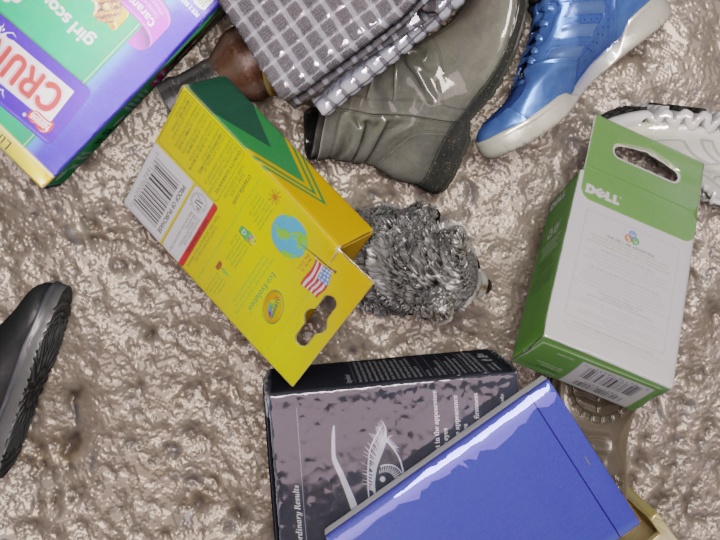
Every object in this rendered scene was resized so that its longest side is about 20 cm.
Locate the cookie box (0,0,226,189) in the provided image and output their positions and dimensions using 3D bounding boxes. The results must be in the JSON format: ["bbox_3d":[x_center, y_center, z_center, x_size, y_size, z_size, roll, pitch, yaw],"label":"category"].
[{"bbox_3d":[-0.229,-0.192,0.733,0.171,0.075,0.200,44,91,-8],"label":"cookie box"}]

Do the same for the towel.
[{"bbox_3d":[-0.031,-0.232,0.665,0.165,0.085,0.201,-35,82,14],"label":"towel"}]

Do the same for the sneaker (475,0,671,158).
[{"bbox_3d":[0.145,-0.188,0.762,0.200,0.077,0.112,-41,103,-4],"label":"sneaker"}]

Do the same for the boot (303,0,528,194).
[{"bbox_3d":[0.039,-0.160,0.732,0.129,0.068,0.202,16,109,-21],"label":"boot"}]

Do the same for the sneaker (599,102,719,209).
[{"bbox_3d":[0.290,-0.092,0.790,0.197,0.075,0.082,9,103,-5],"label":"sneaker"}]

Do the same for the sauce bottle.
[{"bbox_3d":[-0.065,-0.175,0.755,0.198,0.065,0.065,-30,97,0],"label":"sauce bottle"}]

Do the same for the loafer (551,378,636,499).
[{"bbox_3d":[0.188,0.124,0.802,0.075,0.068,0.203,13,78,-7],"label":"loafer"}]

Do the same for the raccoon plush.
[{"bbox_3d":[0.000,0.000,0.738,0.197,0.134,0.098,-5,97,-4],"label":"raccoon plush"}]

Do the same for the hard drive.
[{"bbox_3d":[0.091,0.190,0.713,0.199,0.025,0.133,-35,97,-1],"label":"hard drive"}]

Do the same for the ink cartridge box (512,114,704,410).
[{"bbox_3d":[0.193,-0.008,0.735,0.103,0.059,0.202,22,63,-6],"label":"ink cartridge box"}]

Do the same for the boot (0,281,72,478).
[{"bbox_3d":[-0.347,0.054,0.755,0.198,0.066,0.167,22,91,-2],"label":"boot"}]

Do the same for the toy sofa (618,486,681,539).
[{"bbox_3d":[0.190,0.285,0.806,0.199,0.083,0.098,-39,96,-1],"label":"toy sofa"}]

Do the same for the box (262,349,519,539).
[{"bbox_3d":[0.025,0.150,0.770,0.197,0.104,0.150,-3,96,-4],"label":"box"}]

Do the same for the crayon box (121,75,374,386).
[{"bbox_3d":[-0.077,-0.029,0.717,0.200,0.051,0.127,47,126,10],"label":"crayon box"}]
